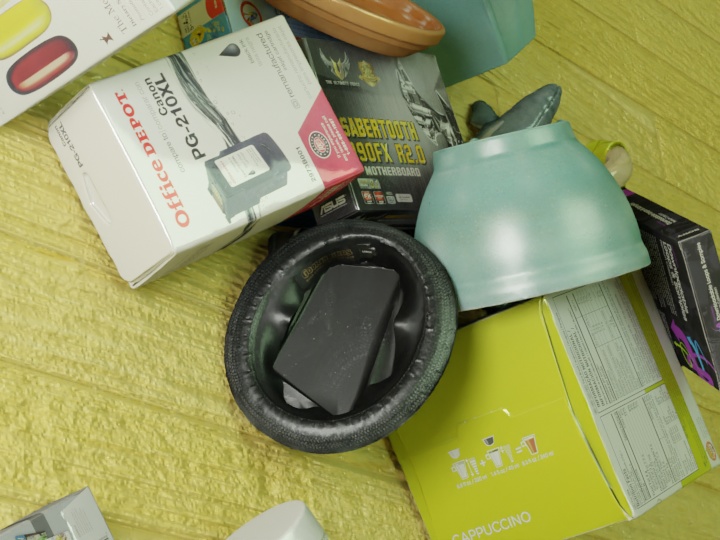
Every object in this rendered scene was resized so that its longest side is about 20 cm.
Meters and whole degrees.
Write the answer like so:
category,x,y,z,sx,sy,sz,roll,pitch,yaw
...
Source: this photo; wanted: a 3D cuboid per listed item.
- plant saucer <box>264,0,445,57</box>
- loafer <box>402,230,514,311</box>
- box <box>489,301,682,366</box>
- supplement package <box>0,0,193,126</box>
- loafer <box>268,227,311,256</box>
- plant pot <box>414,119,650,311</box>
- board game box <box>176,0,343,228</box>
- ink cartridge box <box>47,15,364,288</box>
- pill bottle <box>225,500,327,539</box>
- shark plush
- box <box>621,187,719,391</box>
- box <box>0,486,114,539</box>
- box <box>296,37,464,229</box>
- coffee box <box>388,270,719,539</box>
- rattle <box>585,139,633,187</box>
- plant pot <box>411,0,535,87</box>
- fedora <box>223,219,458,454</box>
category,x,y,z,sx,sy,sz,roll,pitch,yaw
plant saucer,-0.022,-0.238,1.574,0.199,0.038,0.200,23,17,-7
loafer,0.070,-0.040,1.689,0.072,0.063,0.200,-40,97,-24
box,0.224,0.037,1.789,0.200,0.104,0.149,8,62,-50
supplement package,-0.208,-0.205,1.289,0.114,0.200,0.110,55,35,-11
loafer,0.000,0.000,1.545,0.200,0.071,0.073,16,56,-48
plant pot,0.132,-0.049,1.494,0.200,0.200,0.135,-16,94,-55
board game box,-0.055,-0.137,1.575,0.200,0.056,0.197,5,65,-52
ink cartridge box,-0.119,-0.094,1.386,0.200,0.084,0.145,-26,87,-38
pill bottle,-0.022,0.273,1.300,0.200,0.119,0.120,57,35,-11
shark plush,0.145,-0.129,1.808,0.091,0.083,0.200,59,35,-8
box,0.277,0.013,1.586,0.200,0.036,0.144,-130,-160,-72
box,-0.214,0.246,1.135,0.200,0.041,0.156,-27,91,-57
box,0.018,-0.116,1.564,0.200,0.048,0.159,-1,70,-53
coffee box,0.159,0.127,1.561,0.197,0.199,0.201,-17,84,-56
rattle,0.216,-0.043,1.839,0.200,0.130,0.143,-52,142,-54
plant pot,0.084,-0.296,1.797,0.201,0.141,0.141,64,34,-13
fedora,-0.011,0.063,1.444,0.092,0.200,0.202,69,12,-66
